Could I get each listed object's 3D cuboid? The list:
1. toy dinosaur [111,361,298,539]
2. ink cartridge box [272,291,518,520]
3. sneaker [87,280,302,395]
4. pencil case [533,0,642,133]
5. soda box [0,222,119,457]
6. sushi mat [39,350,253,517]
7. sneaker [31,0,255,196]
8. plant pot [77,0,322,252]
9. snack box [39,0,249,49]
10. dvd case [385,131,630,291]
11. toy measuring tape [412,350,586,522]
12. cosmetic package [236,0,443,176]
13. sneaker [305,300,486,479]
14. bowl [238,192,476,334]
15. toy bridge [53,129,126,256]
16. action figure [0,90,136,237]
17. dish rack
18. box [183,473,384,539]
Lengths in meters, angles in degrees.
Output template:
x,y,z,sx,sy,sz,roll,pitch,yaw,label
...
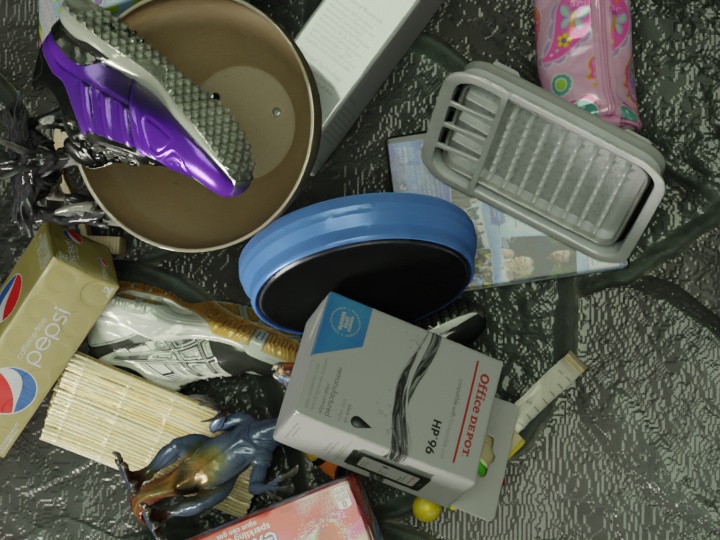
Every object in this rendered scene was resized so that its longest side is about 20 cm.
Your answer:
x,y,z,sx,sy,sz,roll,pitch,yaw,label
-0.116,0.141,1.552,0.181,0.200,0.106,-30,97,-15,toy dinosaur
0.042,0.112,1.492,0.199,0.068,0.117,22,60,-10,ink cartridge box
-0.144,0.072,1.606,0.198,0.076,0.088,14,105,8,sneaker
0.191,-0.210,1.557,0.087,0.087,0.202,-3,82,5,pencil case
-0.288,0.059,1.576,0.067,0.064,0.201,26,112,-29,soda box
-0.177,0.144,1.599,0.198,0.012,0.096,22,117,-2,sushi mat
-0.170,-0.108,1.388,0.200,0.069,0.100,43,110,11,sneaker
-0.114,-0.120,1.471,0.198,0.134,0.202,1,95,15,plant pot
-0.179,-0.219,1.521,0.167,0.200,0.068,-20,78,-14,snack box
0.128,-0.059,1.602,0.198,0.018,0.144,-8,87,6,dvd case
0.115,0.147,1.587,0.074,0.074,0.200,46,70,5,toy measuring tape
-0.015,-0.184,1.578,0.074,0.102,0.201,36,90,7,cosmetic package
0.033,0.105,1.588,0.199,0.070,0.090,-31,100,4,sneaker
0.000,0.000,1.508,0.199,0.201,0.040,-12,65,5,bowl
-0.238,-0.114,1.633,0.067,0.027,0.202,2,88,7,toy bridge
-0.236,-0.087,1.516,0.101,0.200,0.120,-11,86,10,action figure
0.155,-0.095,1.521,0.199,0.172,0.044,28,63,6,dish rack
-0.079,0.246,1.493,0.198,0.100,0.096,-22,85,3,box
